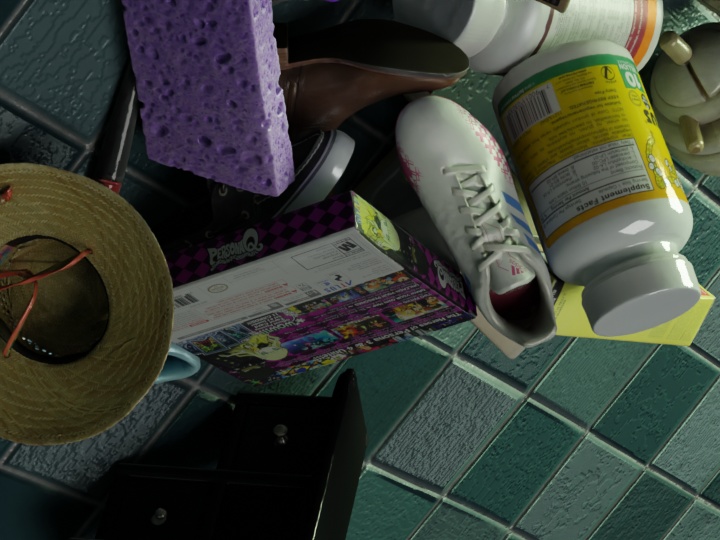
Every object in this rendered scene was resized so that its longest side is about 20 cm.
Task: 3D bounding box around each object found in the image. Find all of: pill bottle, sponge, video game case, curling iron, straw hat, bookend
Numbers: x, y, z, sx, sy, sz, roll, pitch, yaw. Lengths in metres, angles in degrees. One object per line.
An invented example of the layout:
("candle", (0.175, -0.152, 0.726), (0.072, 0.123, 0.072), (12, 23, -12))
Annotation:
("pill bottle", (0.178, -0.059, 1.592), (0.113, 0.200, 0.113), (-16, 160, -6))
("sponge", (-0.106, -0.149, 1.458), (0.030, 0.111, 0.200), (-46, 143, -40))
("video game case", (-0.044, 0.018, 1.567), (0.200, 0.036, 0.181), (-19, 150, 26))
("pill bottle", (0.126, -0.200, 1.634), (0.200, 0.110, 0.110), (1, 122, -41))
("curling iron", (-0.188, -0.061, 1.538), (0.049, 0.026, 0.200), (6, 118, -41))
("straw hat", (-0.212, 0.018, 1.504), (0.201, 0.201, 0.085), (-53, 173, 8))
("bookend", (-0.111, 0.177, 1.739), (0.092, 0.198, 0.200), (80, 19, -45))

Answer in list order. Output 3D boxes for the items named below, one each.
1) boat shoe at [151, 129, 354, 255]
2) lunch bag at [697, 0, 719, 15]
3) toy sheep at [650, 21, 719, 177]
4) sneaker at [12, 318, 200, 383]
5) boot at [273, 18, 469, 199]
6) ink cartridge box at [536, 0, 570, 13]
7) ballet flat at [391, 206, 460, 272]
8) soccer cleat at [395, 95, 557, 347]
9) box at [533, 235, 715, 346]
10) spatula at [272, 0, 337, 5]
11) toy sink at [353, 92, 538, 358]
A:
("boat shoe", (-0.088, -0.052, 1.560), (0.066, 0.070, 0.200), (37, 134, -20))
("lunch bag", (0.359, -0.285, 1.744), (0.200, 0.139, 0.168), (-66, 171, 22))
("toy sheep", (0.309, -0.141, 1.831), (0.138, 0.138, 0.200), (-46, 135, 0))
("sneaker", (-0.205, 0.072, 1.583), (0.200, 0.082, 0.074), (-20, 150, -28))
("boot", (-0.017, -0.084, 1.594), (0.186, 0.064, 0.200), (6, 126, 5))
("ink cartridge box", (0.158, -0.305, 1.493), (0.165, 0.075, 0.200), (107, 7, -69))
("ballet flat", (0.000, 0.000, 1.644), (0.069, 0.070, 0.200), (6, 162, -44))
("soccer cleat", (0.090, -0.033, 1.538), (0.070, 0.086, 0.200), (-29, 115, 0))
("box", (0.186, 0.016, 1.696), (0.200, 0.075, 0.050), (8, 117, -43))
("spatula", (-0.064, -0.179, 1.483), (0.200, 0.021, 0.056), (-29, 149, 35))
("toy sink", (0.075, -0.037, 1.712), (0.112, 0.130, 0.200), (-46, 142, 0))
